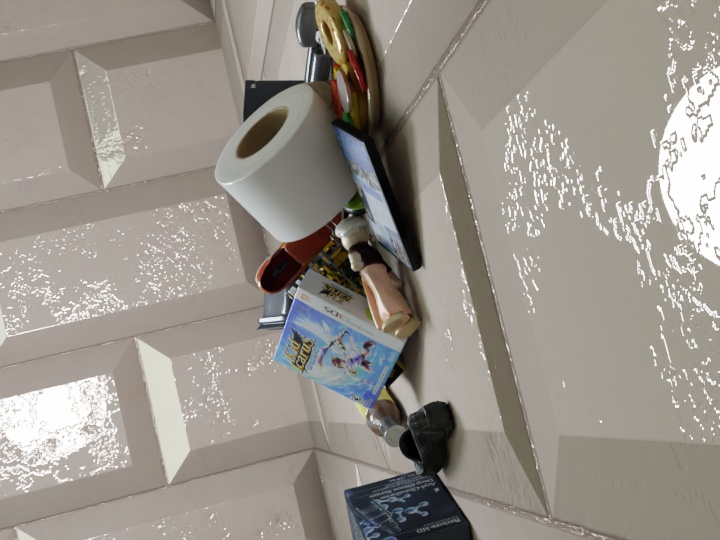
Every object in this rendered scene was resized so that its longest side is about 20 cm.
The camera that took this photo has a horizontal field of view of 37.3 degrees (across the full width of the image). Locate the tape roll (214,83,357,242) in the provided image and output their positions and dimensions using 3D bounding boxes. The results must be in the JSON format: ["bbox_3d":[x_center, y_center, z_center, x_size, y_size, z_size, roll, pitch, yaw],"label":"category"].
[{"bbox_3d":[-0.104,-0.163,1.622,0.139,0.203,0.203,44,-173,-28],"label":"tape roll"}]

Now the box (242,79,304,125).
[{"bbox_3d":[-0.131,-0.234,1.904,0.201,0.147,0.105,89,180,-53],"label":"box"}]

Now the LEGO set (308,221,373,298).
[{"bbox_3d":[0.000,0.000,1.714,0.154,0.116,0.200,42,174,19],"label":"LEGO set"}]

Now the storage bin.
[{"bbox_3d":[-0.090,0.036,1.925,0.145,0.199,0.136,-9,82,51],"label":"storage bin"}]

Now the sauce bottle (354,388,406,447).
[{"bbox_3d":[0.036,0.252,1.866,0.200,0.064,0.065,-128,27,-71],"label":"sauce bottle"}]

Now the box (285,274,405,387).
[{"bbox_3d":[-0.027,0.099,1.768,0.200,0.049,0.160,45,177,-15],"label":"box"}]

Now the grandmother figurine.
[{"bbox_3d":[0.016,0.001,1.568,0.201,0.060,0.121,64,-169,29],"label":"grandmother figurine"}]

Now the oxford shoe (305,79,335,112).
[{"bbox_3d":[-0.083,-0.217,1.764,0.070,0.074,0.202,34,121,54],"label":"oxford shoe"}]

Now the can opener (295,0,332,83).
[{"bbox_3d":[-0.083,-0.351,1.738,0.201,0.066,0.054,102,154,-44],"label":"can opener"}]

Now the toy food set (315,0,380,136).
[{"bbox_3d":[-0.017,-0.284,1.532,0.198,0.048,0.201,-117,18,-55],"label":"toy food set"}]

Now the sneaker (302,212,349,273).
[{"bbox_3d":[-0.055,-0.072,1.849,0.116,0.075,0.201,70,-141,-68],"label":"sneaker"}]

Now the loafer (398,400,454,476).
[{"bbox_3d":[0.088,0.248,1.548,0.201,0.070,0.069,94,161,-59],"label":"loafer"}]

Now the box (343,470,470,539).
[{"bbox_3d":[0.072,0.400,1.608,0.200,0.147,0.108,-133,32,-71],"label":"box"}]

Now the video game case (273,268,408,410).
[{"bbox_3d":[-0.031,0.111,1.649,0.046,0.180,0.201,-58,-6,-41],"label":"video game case"}]

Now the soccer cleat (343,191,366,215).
[{"bbox_3d":[-0.008,-0.123,1.681,0.081,0.067,0.200,61,179,-28],"label":"soccer cleat"}]

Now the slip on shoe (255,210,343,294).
[{"bbox_3d":[-0.098,-0.037,1.737,0.074,0.200,0.061,41,-169,-9],"label":"slip on shoe"}]

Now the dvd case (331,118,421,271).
[{"bbox_3d":[0.022,-0.106,1.475,0.201,0.017,0.143,68,169,-24],"label":"dvd case"}]
